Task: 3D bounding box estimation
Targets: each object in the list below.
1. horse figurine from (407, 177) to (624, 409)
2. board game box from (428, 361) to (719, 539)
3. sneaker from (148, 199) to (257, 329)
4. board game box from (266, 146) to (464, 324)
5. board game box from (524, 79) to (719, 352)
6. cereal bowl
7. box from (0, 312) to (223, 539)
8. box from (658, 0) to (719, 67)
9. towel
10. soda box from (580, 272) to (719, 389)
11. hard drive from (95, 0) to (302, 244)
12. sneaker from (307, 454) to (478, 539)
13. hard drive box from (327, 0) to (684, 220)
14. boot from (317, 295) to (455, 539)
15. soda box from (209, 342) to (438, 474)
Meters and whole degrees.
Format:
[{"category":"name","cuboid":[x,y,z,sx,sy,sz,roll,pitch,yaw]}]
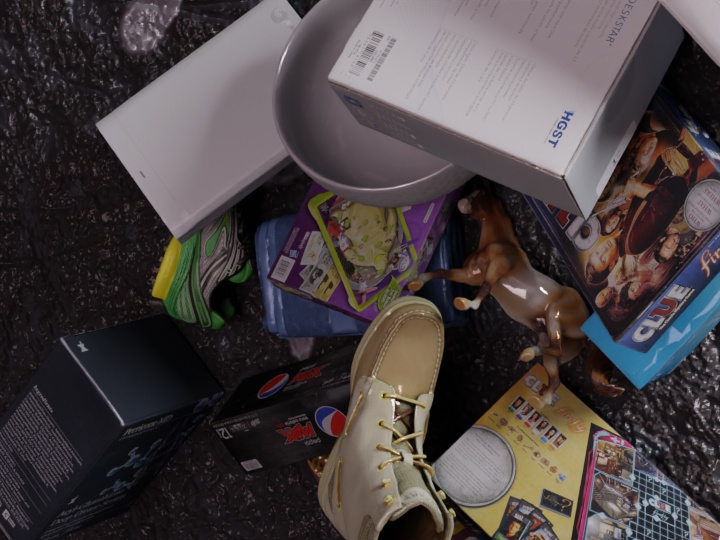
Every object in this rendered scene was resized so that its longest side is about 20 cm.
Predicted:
[{"category":"horse figurine","cuboid":[0.129,0.028,1.088,0.200,0.132,0.050,42,130,10]},{"category":"board game box","cuboid":[0.165,0.185,1.076,0.135,0.035,0.200,-41,68,-17]},{"category":"sneaker","cuboid":[-0.122,-0.040,1.265,0.085,0.078,0.201,24,112,12]},{"category":"board game box","cuboid":[0.017,-0.060,1.137,0.119,0.032,0.201,20,79,32]},{"category":"board game box","cuboid":[0.194,-0.059,1.010,0.136,0.034,0.201,-54,40,26]},{"category":"cereal bowl","cuboid":[0.035,-0.137,1.097,0.198,0.083,0.202,-7,68,19]},{"category":"box","cuboid":[-0.254,0.153,1.322,0.107,0.148,0.200,49,119,17]},{"category":"box","cuboid":[0.257,-0.235,0.910,0.200,0.198,0.131,51,119,16]},{"category":"towel","cuboid":[0.000,0.000,1.197,0.199,0.048,0.113,-5,92,33]},{"category":"soda box","cuboid":[0.256,-0.008,1.022,0.068,0.064,0.200,47,118,19]},{"category":"hard drive","cuboid":[-0.113,-0.134,1.203,0.199,0.026,0.132,-37,75,-3]},{"category":"sneaker","cuboid":[0.031,0.196,1.190,0.199,0.075,0.090,24,150,49]},{"category":"hard drive box","cuboid":[0.103,-0.150,0.985,0.199,0.077,0.157,26,81,28]},{"category":"boot","cuboid":[0.031,0.133,1.040,0.155,0.072,0.201,-124,51,-67]},{"category":"soda box","cuboid":[-0.034,0.116,1.202,0.199,0.071,0.064,-19,113,39]}]
